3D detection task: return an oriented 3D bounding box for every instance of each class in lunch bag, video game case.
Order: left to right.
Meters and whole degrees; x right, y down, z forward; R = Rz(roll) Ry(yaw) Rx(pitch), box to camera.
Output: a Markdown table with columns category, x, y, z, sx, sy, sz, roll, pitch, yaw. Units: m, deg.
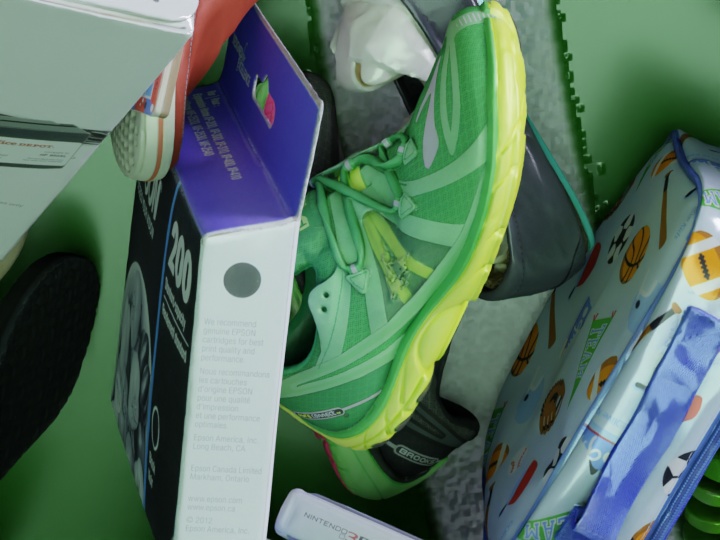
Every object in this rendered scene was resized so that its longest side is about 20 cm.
| category | x | y | z | sx | sy | sz | roll | pitch | yaw |
| --- | --- | --- | --- | --- | --- | --- | --- | --- | --- |
| video game case | 0.069 | 0.145 | 1.059 | 0.182 | 0.200 | 0.023 | 22 | 83 | 15 |
| lunch bag | 0.117 | 0.047 | 1.068 | 0.076 | 0.160 | 0.200 | 25 | 106 | -8 |

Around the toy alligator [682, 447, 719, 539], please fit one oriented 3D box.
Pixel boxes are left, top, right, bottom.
| category | x | y | z | sx | sy | sz | roll | pitch | yaw |
| --- | --- | --- | --- | --- | --- | --- | --- | --- | --- |
| toy alligator | 0.169 | 0.076 | 1.115 | 0.054 | 0.059 | 0.200 | -9 | 121 | -14 |

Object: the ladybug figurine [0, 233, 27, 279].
| category | x | y | z | sx | sy | sz | roll | pitch | yaw |
| --- | --- | --- | --- | --- | --- | --- | --- | --- | --- |
| ladybug figurine | -0.232 | -0.038 | 1.083 | 0.200 | 0.072 | 0.136 | 5 | 107 | -2 |

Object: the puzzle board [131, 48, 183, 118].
| category | x | y | z | sx | sy | sz | roll | pitch | yaw |
| --- | --- | --- | --- | --- | --- | --- | --- | --- | --- |
| puzzle board | -0.083 | -0.165 | 0.983 | 0.017 | 0.151 | 0.200 | 10 | 95 | -23 |

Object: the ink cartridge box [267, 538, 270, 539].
| category | x | y | z | sx | sy | sz | roll | pitch | yaw |
| --- | --- | --- | --- | --- | --- | --- | --- | --- | --- |
| ink cartridge box | -0.063 | 0.234 | 1.103 | 0.145 | 0.147 | 0.200 | 23 | 128 | -5 |

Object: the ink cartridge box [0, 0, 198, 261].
| category | x | y | z | sx | sy | sz | roll | pitch | yaw |
| --- | --- | --- | --- | --- | --- | --- | --- | --- | --- |
| ink cartridge box | -0.137 | -0.112 | 0.957 | 0.084 | 0.145 | 0.200 | 10 | 152 | -25 |

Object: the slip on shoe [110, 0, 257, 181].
| category | x | y | z | sx | sy | sz | roll | pitch | yaw |
| --- | --- | --- | --- | --- | --- | --- | --- | --- | --- |
| slip on shoe | -0.056 | -0.128 | 1.022 | 0.061 | 0.074 | 0.200 | 19 | 71 | -14 |

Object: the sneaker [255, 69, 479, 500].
| category | x | y | z | sx | sy | sz | roll | pitch | yaw |
| --- | --- | --- | --- | --- | --- | --- | --- | --- | --- |
| sneaker | 0.000 | 0.000 | 1.106 | 0.084 | 0.077 | 0.200 | -21 | 113 | -9 |

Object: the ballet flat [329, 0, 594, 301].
| category | x | y | z | sx | sy | sz | roll | pitch | yaw |
| --- | --- | --- | --- | --- | --- | --- | --- | --- | --- |
| ballet flat | 0.031 | -0.074 | 1.064 | 0.073 | 0.073 | 0.200 | -25 | 103 | 7 |

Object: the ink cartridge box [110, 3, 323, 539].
| category | x | y | z | sx | sy | sz | roll | pitch | yaw |
| --- | --- | --- | --- | --- | --- | --- | --- | --- | --- |
| ink cartridge box | -0.063 | -0.001 | 1.032 | 0.043 | 0.198 | 0.200 | 5 | 108 | -14 |

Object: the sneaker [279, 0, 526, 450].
| category | x | y | z | sx | sy | sz | roll | pitch | yaw |
| --- | --- | --- | --- | --- | --- | --- | --- | --- | --- |
| sneaker | 0.009 | -0.017 | 1.012 | 0.084 | 0.074 | 0.200 | 19 | 115 | -10 |

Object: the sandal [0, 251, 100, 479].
| category | x | y | z | sx | sy | sz | roll | pitch | yaw |
| --- | --- | --- | --- | --- | --- | --- | --- | --- | --- |
| sandal | -0.169 | 0.058 | 1.063 | 0.048 | 0.200 | 0.075 | 16 | 136 | 18 |
